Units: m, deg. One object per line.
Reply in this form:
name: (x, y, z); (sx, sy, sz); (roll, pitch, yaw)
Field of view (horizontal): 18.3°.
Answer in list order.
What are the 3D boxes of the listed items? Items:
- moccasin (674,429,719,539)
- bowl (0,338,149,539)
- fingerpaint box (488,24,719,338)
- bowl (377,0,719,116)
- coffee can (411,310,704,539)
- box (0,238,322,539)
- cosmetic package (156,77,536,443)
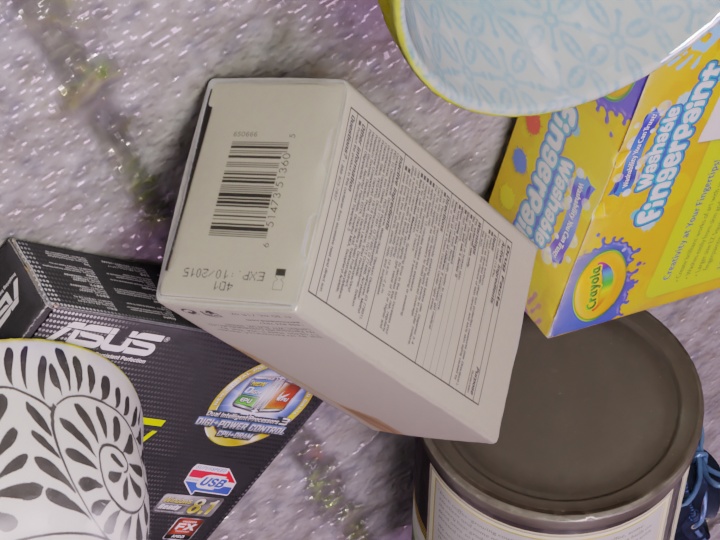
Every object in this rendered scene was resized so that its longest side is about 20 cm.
moccasin: (0.184, 0.123, 1.349); (0.068, 0.081, 0.200); (-17, 159, -2)
bowl: (-0.163, 0.131, 0.941); (0.200, 0.094, 0.201); (-23, 144, -18)
fingerpaint box: (0.161, -0.078, 1.065); (0.167, 0.073, 0.200); (-15, 141, -29)
bowl: (0.074, -0.167, 0.841); (0.200, 0.108, 0.200); (-24, 146, -17)
coffee can: (0.099, 0.125, 1.200); (0.146, 0.146, 0.200); (-23, 146, -18)
box: (-0.120, 0.070, 1.027); (0.200, 0.044, 0.160); (13, 125, -49)
cosmetic package: (0.000, 0.000, 0.981); (0.200, 0.071, 0.105); (38, 61, -56)
